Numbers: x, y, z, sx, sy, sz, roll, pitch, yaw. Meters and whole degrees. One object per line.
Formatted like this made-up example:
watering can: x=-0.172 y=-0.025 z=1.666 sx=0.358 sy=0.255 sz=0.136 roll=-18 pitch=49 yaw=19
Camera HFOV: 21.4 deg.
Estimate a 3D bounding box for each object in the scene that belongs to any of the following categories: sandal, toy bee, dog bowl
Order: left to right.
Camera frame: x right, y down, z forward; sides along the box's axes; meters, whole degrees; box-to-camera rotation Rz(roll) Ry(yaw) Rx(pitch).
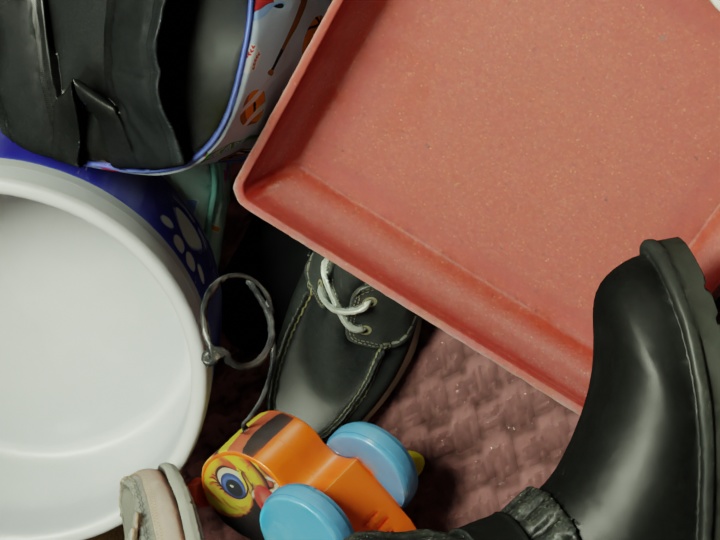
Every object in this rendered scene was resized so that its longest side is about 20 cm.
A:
dog bowl: x=-0.167 y=0.030 z=0.915 sx=0.200 sy=0.200 sz=0.079 roll=-53 pitch=14 yaw=25
toy bee: x=-0.025 y=0.103 z=0.883 sx=0.109 sy=0.131 sz=0.201 roll=-26 pitch=80 yaw=49
sandal: x=-0.022 y=-0.046 z=0.963 sx=0.076 sy=0.043 sz=0.201 roll=37 pitch=109 yaw=42

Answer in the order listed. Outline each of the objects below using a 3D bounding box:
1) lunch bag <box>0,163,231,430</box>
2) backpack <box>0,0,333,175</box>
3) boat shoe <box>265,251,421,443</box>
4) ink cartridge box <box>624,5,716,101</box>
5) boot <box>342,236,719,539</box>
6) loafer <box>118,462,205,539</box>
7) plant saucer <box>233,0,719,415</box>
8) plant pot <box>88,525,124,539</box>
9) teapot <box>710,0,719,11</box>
lunch bag: x=-0.152 y=-0.008 z=0.982 sx=0.077 sy=0.160 sz=0.201 roll=-86 pitch=7 yaw=-62
backpack: x=-0.087 y=-0.139 z=0.847 sx=0.199 sy=0.154 sz=0.191 roll=14 pitch=99 yaw=37
boat shoe: x=0.000 y=0.000 z=0.909 sx=0.072 sy=0.068 sz=0.201 roll=34 pitch=110 yaw=20
ink cartridge box: x=0.126 y=-0.130 z=0.825 sx=0.200 sy=0.050 sz=0.109 roll=-49 pitch=53 yaw=27
boot: x=0.067 y=0.095 z=0.750 sx=0.079 sy=0.157 sz=0.212 roll=137 pitch=131 yaw=-85
loafer: x=-0.089 y=0.168 z=0.824 sx=0.072 sy=0.063 sz=0.200 roll=97 pitch=160 yaw=-46
plant saucer: x=0.075 y=-0.060 z=0.793 sx=0.200 sy=0.037 sz=0.200 roll=32 pitch=121 yaw=0
plant pot: x=-0.258 y=0.121 z=1.059 sx=0.186 sy=0.200 sz=0.187 roll=-11 pitch=75 yaw=44
teapot: x=0.213 y=-0.151 z=0.635 sx=0.197 sy=0.146 sz=0.201 roll=-17 pitch=46 yaw=18
